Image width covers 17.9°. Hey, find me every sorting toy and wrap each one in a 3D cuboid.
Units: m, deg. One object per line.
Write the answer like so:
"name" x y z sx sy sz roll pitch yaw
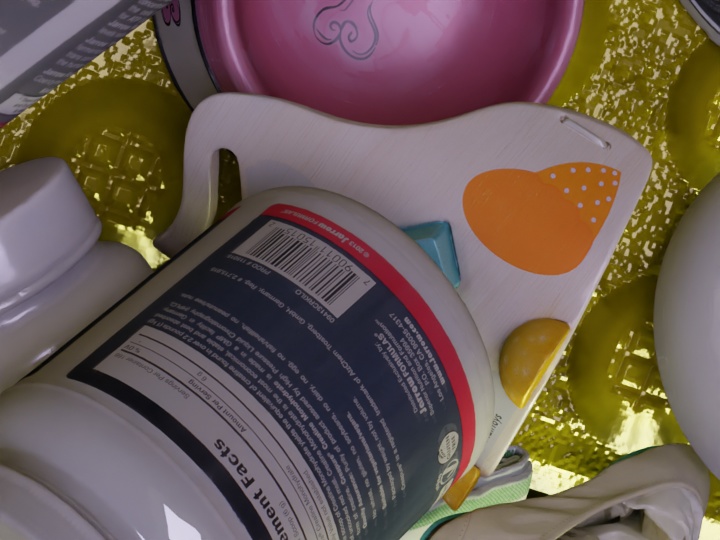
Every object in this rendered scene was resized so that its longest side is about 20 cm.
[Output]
"sorting toy" 0.000 0.000 0.974 0.179 0.200 0.107 27 56 3

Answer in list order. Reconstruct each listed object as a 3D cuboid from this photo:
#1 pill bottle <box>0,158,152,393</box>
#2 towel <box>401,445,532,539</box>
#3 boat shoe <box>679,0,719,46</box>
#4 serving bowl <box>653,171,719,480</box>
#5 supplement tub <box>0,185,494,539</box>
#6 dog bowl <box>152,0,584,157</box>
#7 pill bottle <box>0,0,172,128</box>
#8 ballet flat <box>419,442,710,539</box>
"pill bottle" -0.119 0.061 0.978 0.113 0.114 0.201 -30 107 -6
"towel" 0.029 0.190 1.055 0.149 0.031 0.202 -11 108 -50
"boat shoe" 0.165 -0.155 1.040 0.200 0.057 0.069 42 90 -18
"serving bowl" 0.238 0.023 1.056 0.198 0.066 0.202 1 81 -4
"supplement tub" -0.056 0.073 0.854 0.200 0.140 0.141 -41 112 -35
"dog bowl" 0.010 -0.125 1.000 0.199 0.074 0.202 -3 102 -13
"pill bottle" -0.115 -0.149 0.911 0.199 0.114 0.114 -34 109 16
"ballet flat" 0.109 0.129 1.043 0.199 0.069 0.070 -14 107 -40
